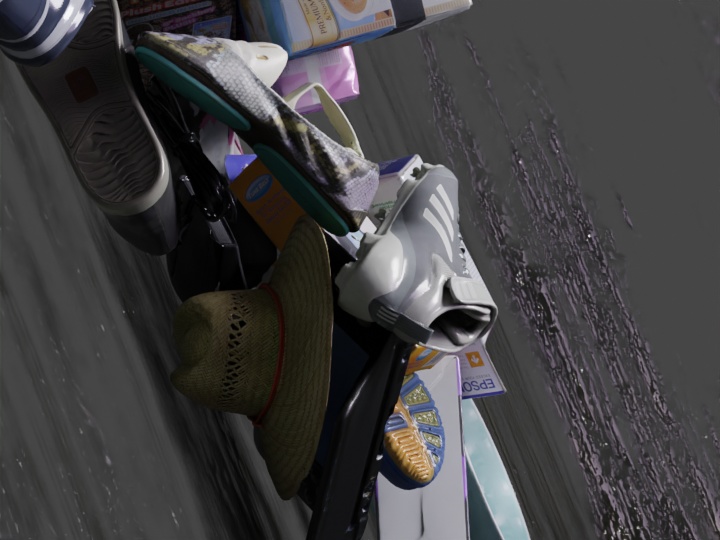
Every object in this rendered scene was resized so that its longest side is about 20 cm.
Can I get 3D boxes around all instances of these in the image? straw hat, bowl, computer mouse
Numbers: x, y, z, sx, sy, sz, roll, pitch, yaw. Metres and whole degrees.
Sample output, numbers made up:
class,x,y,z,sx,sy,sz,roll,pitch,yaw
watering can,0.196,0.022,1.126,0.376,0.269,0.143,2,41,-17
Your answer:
class,x,y,z,sx,sy,sz,roll,pitch,yaw
straw hat,-0.080,0.052,1.565,0.201,0.084,0.203,-176,-90,-76
bowl,0.067,0.195,2.065,0.201,0.104,0.202,-23,90,-81
computer mouse,-0.125,-0.041,1.652,0.141,0.046,0.200,60,-12,26

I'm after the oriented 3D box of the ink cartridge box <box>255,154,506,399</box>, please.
class,x,y,z,sx,sy,sz,roll,pitch,yaw
ink cartridge box,0.008,0.015,1.910,0.043,0.195,0.201,-48,118,-43

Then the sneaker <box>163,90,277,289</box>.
class,x,y,z,sx,sy,sz,roll,pitch,yaw
sneaker,-0.121,-0.079,1.793,0.086,0.080,0.202,166,-91,-87

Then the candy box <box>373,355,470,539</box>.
class,x,y,z,sx,sy,sz,roll,pitch,yaw
candy box,0.046,0.172,1.835,0.200,0.071,0.169,83,4,-73

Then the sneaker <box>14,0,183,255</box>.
class,x,y,z,sx,sy,sz,roll,pitch,yaw
sneaker,-0.173,-0.106,1.555,0.106,0.074,0.201,78,-8,-68

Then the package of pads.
class,x,y,z,sx,sy,sz,roll,pitch,yaw
package of pads,-0.065,-0.211,1.735,0.120,0.075,0.202,-174,-110,-75

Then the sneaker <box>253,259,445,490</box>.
class,x,y,z,sx,sy,sz,roll,pitch,yaw
sneaker,-0.016,0.086,1.722,0.075,0.088,0.201,2,47,-52

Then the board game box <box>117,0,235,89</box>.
class,x,y,z,sx,sy,sz,roll,pitch,yaw
board game box,-0.154,-0.239,1.669,0.200,0.096,0.160,97,-25,-66

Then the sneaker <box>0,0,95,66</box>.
class,x,y,z,sx,sy,sz,roll,pitch,yaw
sneaker,-0.219,-0.216,1.494,0.109,0.070,0.201,49,26,-49

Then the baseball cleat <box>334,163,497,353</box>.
class,x,y,z,sx,sy,sz,roll,pitch,yaw
baseball cleat,0.046,-0.001,1.564,0.106,0.070,0.200,35,31,2

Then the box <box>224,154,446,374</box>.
class,x,y,z,sx,sy,sz,roll,pitch,yaw
box,-0.015,-0.014,1.709,0.201,0.041,0.119,53,16,10

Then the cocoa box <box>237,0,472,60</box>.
class,x,y,z,sx,sy,sz,roll,pitch,yaw
cocoa box,-0.026,-0.250,1.613,0.133,0.130,0.202,-175,-110,-76

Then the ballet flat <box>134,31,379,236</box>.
class,x,y,z,sx,sy,sz,roll,pitch,yaw
ballet flat,-0.060,-0.106,1.553,0.200,0.072,0.072,42,20,-26

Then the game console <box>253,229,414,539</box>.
class,x,y,z,sx,sy,sz,roll,pitch,yaw
game console,-0.040,0.105,1.601,0.176,0.116,0.201,43,-46,34
